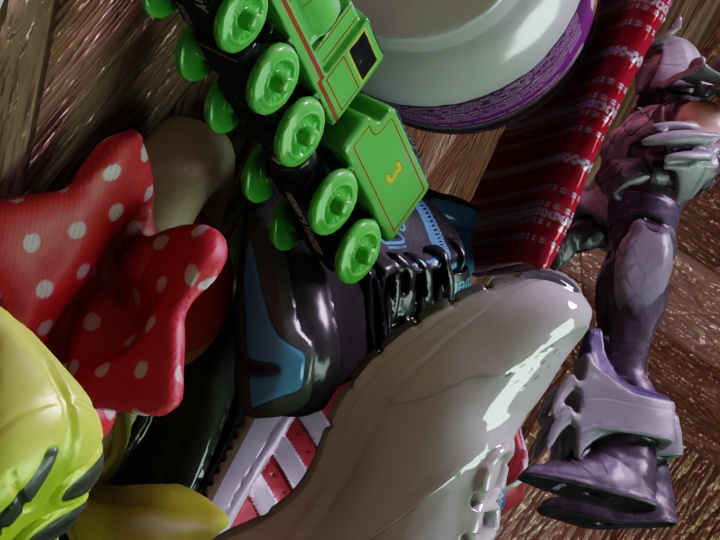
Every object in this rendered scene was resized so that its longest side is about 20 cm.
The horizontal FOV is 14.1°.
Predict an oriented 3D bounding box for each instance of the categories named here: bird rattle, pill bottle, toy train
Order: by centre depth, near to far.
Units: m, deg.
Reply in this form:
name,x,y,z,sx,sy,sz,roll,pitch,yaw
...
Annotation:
name,x,y,z,sx,sy,sz,roll,pitch,yaw
toy train,-0.023,-0.065,0.889,0.056,0.042,0.200,-53,149,-18
bird rattle,-0.088,0.015,0.984,0.200,0.112,0.163,97,12,-45
pill bottle,0.027,-0.110,1.012,0.113,0.112,0.200,-58,174,2

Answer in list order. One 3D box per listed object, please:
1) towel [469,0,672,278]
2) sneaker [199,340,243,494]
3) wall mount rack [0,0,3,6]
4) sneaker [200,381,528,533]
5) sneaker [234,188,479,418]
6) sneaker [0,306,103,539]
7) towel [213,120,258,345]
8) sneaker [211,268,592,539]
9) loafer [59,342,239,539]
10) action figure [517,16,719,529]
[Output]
name,x,y,z,sx,sy,sz,roll,pitch,yaw
towel,0.095,-0.087,1.129,0.201,0.022,0.145,-65,-172,-6
sneaker,-0.040,0.053,1.196,0.200,0.075,0.105,-62,165,-51
wall mount rack,-0.125,-0.010,0.565,0.200,0.074,0.174,-60,169,21
sneaker,-0.005,0.101,1.109,0.200,0.112,0.071,-62,179,-27
sneaker,0.000,0.000,1.039,0.200,0.082,0.074,-72,169,-71
sneaker,-0.148,0.075,0.745,0.200,0.084,0.074,-41,159,19
towel,-0.059,-0.007,1.192,0.149,0.036,0.200,-56,172,-17
sneaker,0.016,0.086,0.978,0.200,0.087,0.074,-51,158,9
loafer,-0.116,0.102,1.107,0.200,0.071,0.073,-55,-179,11
action figure,0.104,-0.005,1.111,0.130,0.069,0.201,106,-7,-74
